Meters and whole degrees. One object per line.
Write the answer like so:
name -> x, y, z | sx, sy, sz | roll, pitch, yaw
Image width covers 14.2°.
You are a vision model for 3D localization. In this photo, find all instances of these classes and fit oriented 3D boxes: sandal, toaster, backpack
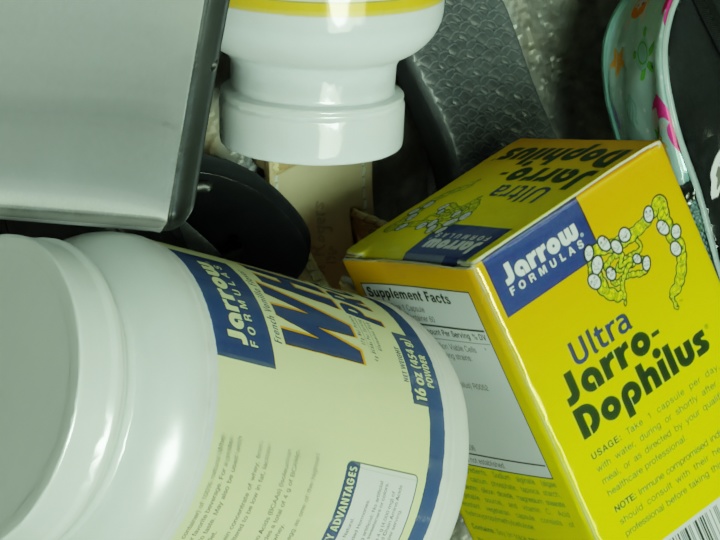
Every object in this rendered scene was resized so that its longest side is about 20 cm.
sandal -> 0.060, -0.041, 1.323 | 0.076, 0.043, 0.202 | -15, 91, -26
sandal -> -0.114, -0.024, 1.260 | 0.199, 0.043, 0.076 | 20, 127, -25
toaster -> -0.116, -0.126, 1.135 | 0.118, 0.181, 0.201 | 2, 129, -13
sandal -> -0.005, 0.002, 1.321 | 0.077, 0.070, 0.213 | -17, 116, -19
backpack -> 0.201, -0.060, 1.304 | 0.177, 0.150, 0.201 | -23, 98, -16

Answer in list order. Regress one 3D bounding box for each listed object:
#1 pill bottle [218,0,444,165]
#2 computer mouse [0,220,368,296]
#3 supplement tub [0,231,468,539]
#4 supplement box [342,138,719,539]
pill bottle -> -0.018, -0.152, 1.222 | 0.111, 0.112, 0.201 | -5, 108, -23
computer mouse -> -0.065, 0.024, 1.253 | 0.139, 0.046, 0.200 | -14, 139, 14
supplement tub -> -0.071, 0.066, 1.149 | 0.199, 0.145, 0.146 | 15, 103, -42
supplement box -> 0.097, 0.055, 1.244 | 0.109, 0.109, 0.201 | -33, 108, -25
